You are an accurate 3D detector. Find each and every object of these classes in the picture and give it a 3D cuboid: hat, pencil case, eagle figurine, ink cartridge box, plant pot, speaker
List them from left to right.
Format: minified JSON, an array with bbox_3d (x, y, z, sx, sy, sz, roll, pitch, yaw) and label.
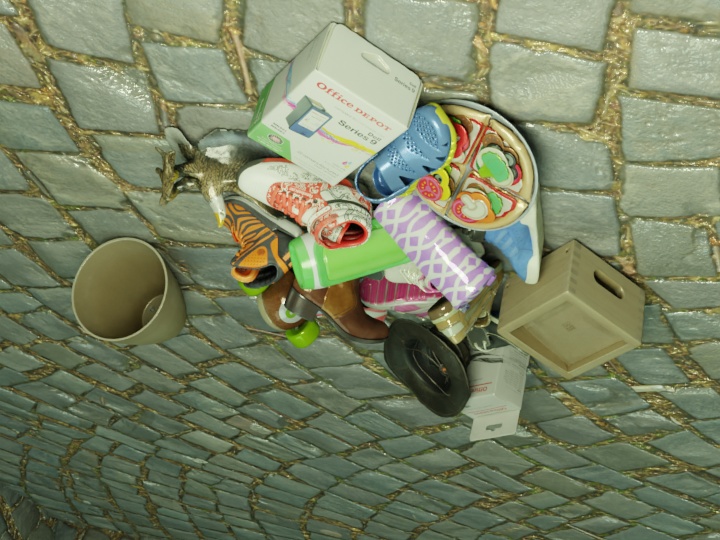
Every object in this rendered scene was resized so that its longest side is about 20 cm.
[{"bbox_3d":[-0.401,0.061,2.063,0.185,0.190,0.200,7,165,17],"label":"plant pot"},{"bbox_3d":[-0.200,-0.137,1.662,0.198,0.153,0.152,-9,-158,-17],"label":"eagle figurine"},{"bbox_3d":[-0.035,-0.211,1.451,0.144,0.088,0.200,29,148,-21],"label":"ink cartridge box"},{"bbox_3d":[-0.002,-0.035,1.657,0.198,0.089,0.089,-16,154,-12],"label":"speaker"},{"bbox_3d":[0.108,-0.039,1.588,0.200,0.085,0.084,49,140,5],"label":"pencil case"},{"bbox_3d":[0.128,0.142,1.858,0.200,0.081,0.202,34,146,27],"label":"hat"},{"bbox_3d":[0.216,0.175,1.882,0.067,0.202,0.116,30,149,-29],"label":"ink cartridge box"}]

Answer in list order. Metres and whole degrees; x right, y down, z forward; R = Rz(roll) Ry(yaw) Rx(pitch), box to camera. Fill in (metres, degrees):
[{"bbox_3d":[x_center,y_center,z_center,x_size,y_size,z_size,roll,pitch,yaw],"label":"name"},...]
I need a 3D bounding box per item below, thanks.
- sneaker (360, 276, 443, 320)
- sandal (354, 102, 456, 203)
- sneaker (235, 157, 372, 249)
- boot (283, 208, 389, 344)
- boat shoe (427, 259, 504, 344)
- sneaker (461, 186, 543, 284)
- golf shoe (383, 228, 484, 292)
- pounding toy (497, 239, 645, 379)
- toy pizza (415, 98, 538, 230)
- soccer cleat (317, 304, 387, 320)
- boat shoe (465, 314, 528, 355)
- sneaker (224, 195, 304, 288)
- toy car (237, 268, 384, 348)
[{"bbox_3d":[0.091,0.044,1.844,0.198,0.082,0.088,2,147,27],"label":"sneaker"},{"bbox_3d":[0.055,-0.142,1.452,0.080,0.087,0.200,57,146,12],"label":"sandal"},{"bbox_3d":[-0.076,-0.091,1.572,0.199,0.109,0.068,12,129,-15],"label":"sneaker"},{"bbox_3d":[0.000,0.000,1.747,0.187,0.201,0.069,25,-168,-13],"label":"boot"},{"bbox_3d":[0.170,0.051,1.693,0.071,0.200,0.077,-29,96,42],"label":"boat shoe"},{"bbox_3d":[0.203,-0.056,1.607,0.110,0.077,0.201,3,147,15],"label":"sneaker"},{"bbox_3d":[0.098,-0.005,1.735,0.075,0.092,0.199,45,143,-24],"label":"golf shoe"},{"bbox_3d":[0.331,0.063,1.722,0.199,0.143,0.184,33,140,-21],"label":"pounding toy"},{"bbox_3d":[0.138,-0.132,1.480,0.198,0.032,0.202,19,134,21],"label":"toy pizza"},{"bbox_3d":[-0.048,0.048,1.956,0.198,0.067,0.077,14,134,5],"label":"soccer cleat"},{"bbox_3d":[0.210,0.106,1.823,0.071,0.068,0.199,29,177,-37],"label":"boat shoe"},{"bbox_3d":[-0.180,-0.043,1.753,0.199,0.112,0.078,23,155,40],"label":"sneaker"},{"bbox_3d":[-0.065,0.007,1.809,0.198,0.159,0.165,-19,127,31],"label":"toy car"}]
